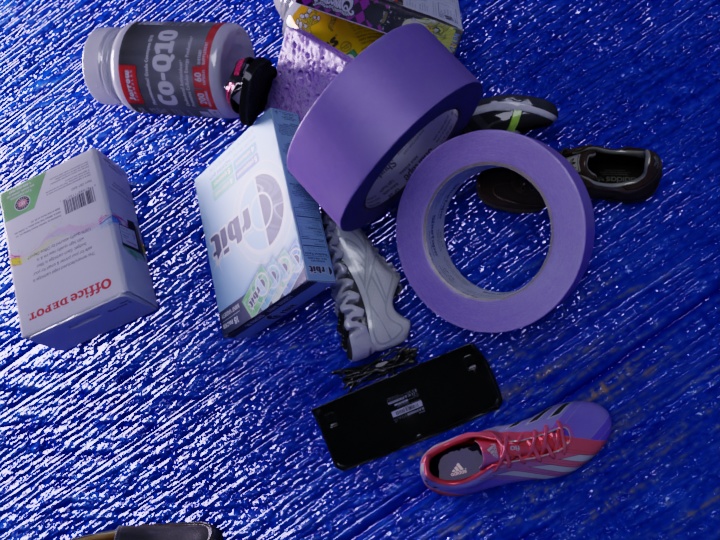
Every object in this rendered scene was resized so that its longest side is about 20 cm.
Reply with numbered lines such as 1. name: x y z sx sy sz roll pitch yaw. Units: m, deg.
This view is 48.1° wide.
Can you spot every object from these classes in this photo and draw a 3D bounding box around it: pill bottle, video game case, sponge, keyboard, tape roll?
1. pill bottle: -0.026 -0.270 0.964 0.112 0.113 0.202 -31 68 4
2. video game case: 0.025 -0.318 0.908 0.178 0.036 0.202 16 34 -8
3. sponge: -0.070 -0.160 0.921 0.111 0.029 0.203 39 121 35
4. keyboard: 0.046 0.133 0.871 0.197 0.040 0.106 -23 92 7
5. tape roll: 0.025 -0.140 0.810 0.200 0.200 0.085 -44 81 -1
6. tape roll: 0.138 -0.041 0.835 0.196 0.065 0.205 2 94 24
7. pill bottle: -0.242 -0.255 1.019 0.196 0.114 0.116 6 75 17

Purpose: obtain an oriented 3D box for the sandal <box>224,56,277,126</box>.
1. sandal: -0.130 -0.213 0.937 0.044 0.200 0.076 21 101 -6

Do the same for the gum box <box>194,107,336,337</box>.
1. gum box: -0.113 -0.049 0.908 0.169 0.044 0.204 -32 64 42

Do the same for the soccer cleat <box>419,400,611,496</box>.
1. soccer cleat: 0.153 0.177 0.796 0.196 0.076 0.068 -18 69 10

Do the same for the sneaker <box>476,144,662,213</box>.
1. sneaker: 0.220 -0.110 0.866 0.196 0.076 0.072 -3 72 14

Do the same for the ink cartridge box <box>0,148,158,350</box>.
1. ink cartridge box: -0.348 -0.023 0.994 0.143 0.084 0.203 -23 68 8

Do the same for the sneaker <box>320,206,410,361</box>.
1. sneaker: 0.000 0.000 0.905 0.079 0.075 0.204 -11 68 -9

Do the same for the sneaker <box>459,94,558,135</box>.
1. sneaker: 0.127 -0.146 0.918 0.196 0.072 0.085 -4 89 19

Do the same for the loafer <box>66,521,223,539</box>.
1. loafer: -0.243 0.306 0.859 0.196 0.073 0.073 -20 34 7
